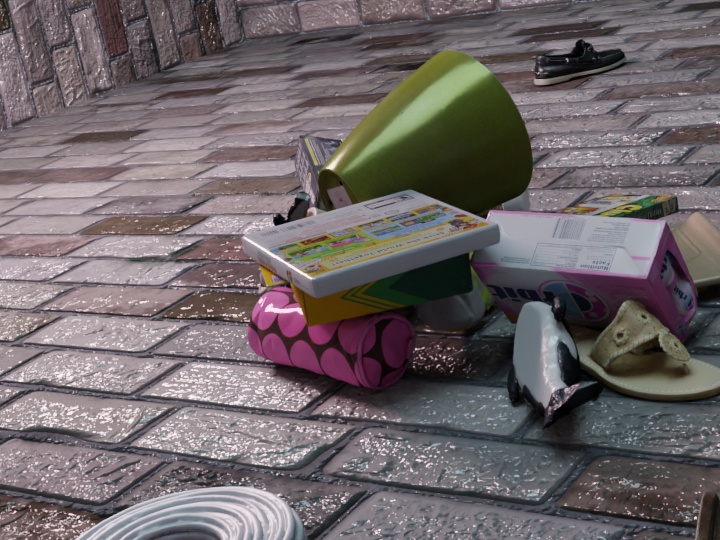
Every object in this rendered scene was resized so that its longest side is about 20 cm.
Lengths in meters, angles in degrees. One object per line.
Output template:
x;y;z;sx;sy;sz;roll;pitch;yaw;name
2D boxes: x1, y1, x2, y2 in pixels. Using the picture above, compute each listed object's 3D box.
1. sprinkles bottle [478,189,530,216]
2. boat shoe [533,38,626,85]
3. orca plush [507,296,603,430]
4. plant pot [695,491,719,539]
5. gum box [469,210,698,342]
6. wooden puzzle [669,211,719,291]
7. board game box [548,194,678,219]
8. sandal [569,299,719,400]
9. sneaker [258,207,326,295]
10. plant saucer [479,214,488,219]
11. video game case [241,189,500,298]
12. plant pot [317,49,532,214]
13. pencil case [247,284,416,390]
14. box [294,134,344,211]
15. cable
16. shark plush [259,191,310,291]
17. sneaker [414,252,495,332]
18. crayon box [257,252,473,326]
0.120;-0.079;1.690;0.198;0.069;0.068;-7;18;16;sprinkles bottle
0.425;-0.414;2.520;0.197;0.067;0.075;-15;18;-10;boat shoe
0.187;0.085;1.144;0.070;0.106;0.200;20;5;-9;orca plush
0.242;0.206;0.560;0.196;0.203;0.200;2;21;19;plant pot
0.220;0.005;1.251;0.198;0.114;0.067;6;60;36;gum box
0.296;0.000;1.399;0.198;0.038;0.185;-16;18;3;wooden puzzle
0.267;-0.059;1.490;0.199;0.024;0.104;-18;18;-42;board game box
0.237;0.060;1.184;0.077;0.070;0.211;-23;21;-32;sandal
-0.060;-0.008;1.550;0.079;0.072;0.200;20;-26;-19;sneaker
0.080;-0.028;1.519;0.198;0.030;0.200;-17;-1;0;plant saucer
0.007;-0.030;1.263;0.198;0.023;0.182;-16;20;-22;video game case
0.058;-0.118;1.449;0.199;0.189;0.187;-32;24;-23;plant pot
-0.028;0.066;1.328;0.093;0.092;0.199;10;3;-39;pencil case
0.008;-0.111;1.617;0.159;0.050;0.200;6;22;-14;box
-0.130;0.225;0.922;0.198;0.070;0.200;-18;19;-18;cable
-0.068;-0.021;1.446;0.082;0.202;0.091;-12;40;-12;shark plush
0.091;0.024;1.415;0.104;0.077;0.199;-14;6;35;sneaker
0.000;0.000;1.292;0.198;0.052;0.126;-11;19;-7;crayon box
